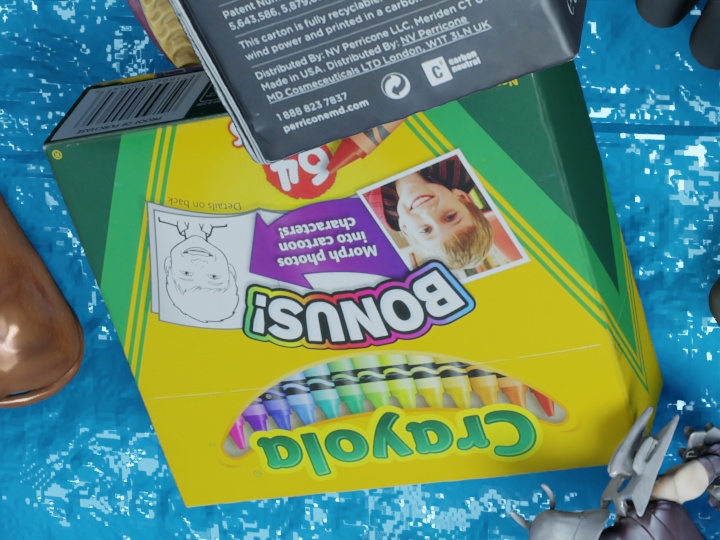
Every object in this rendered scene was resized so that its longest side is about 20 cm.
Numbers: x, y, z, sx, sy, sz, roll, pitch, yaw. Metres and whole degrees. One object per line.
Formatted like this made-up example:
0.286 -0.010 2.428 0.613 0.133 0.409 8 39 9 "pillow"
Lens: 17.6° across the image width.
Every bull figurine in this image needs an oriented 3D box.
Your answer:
-0.193 -0.021 0.964 0.201 0.121 0.065 57 150 -10 "bull figurine"

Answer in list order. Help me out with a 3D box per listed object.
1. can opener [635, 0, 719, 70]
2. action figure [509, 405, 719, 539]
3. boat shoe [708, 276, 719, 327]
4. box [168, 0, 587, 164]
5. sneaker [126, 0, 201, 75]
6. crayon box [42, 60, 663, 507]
0.135 -0.120 0.786 0.053 0.200 0.067 40 79 7 "can opener"
0.142 0.132 0.873 0.199 0.069 0.131 24 85 -12 "action figure"
0.209 0.065 0.873 0.200 0.067 0.057 52 130 5 "boat shoe"
-0.008 -0.180 0.775 0.123 0.200 0.197 -18 119 21 "box"
-0.085 -0.170 0.911 0.075 0.090 0.201 -27 121 -12 "sneaker"
0.000 0.000 0.905 0.199 0.058 0.173 -8 118 21 "crayon box"
